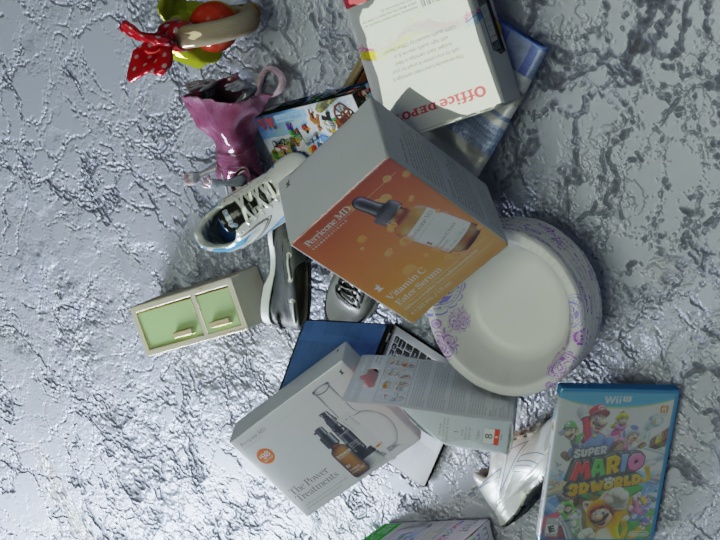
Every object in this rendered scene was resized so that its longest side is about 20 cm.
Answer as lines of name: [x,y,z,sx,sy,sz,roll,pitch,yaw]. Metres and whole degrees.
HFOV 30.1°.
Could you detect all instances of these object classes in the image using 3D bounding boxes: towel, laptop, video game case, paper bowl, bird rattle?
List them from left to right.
bird rattle: [-0.209,-0.306,1.667,0.162,0.200,0.114,-9,101,11]
laptop: [0.009,0.173,1.711,0.199,0.116,0.188,33,121,21]
towel: [0.109,-0.205,1.532,0.147,0.024,0.201,36,114,16]
paper bowl: [0.186,0.037,1.558,0.199,0.104,0.202,11,110,31]
video game case: [0.286,0.225,1.552,0.142,0.018,0.201,2,111,-8]

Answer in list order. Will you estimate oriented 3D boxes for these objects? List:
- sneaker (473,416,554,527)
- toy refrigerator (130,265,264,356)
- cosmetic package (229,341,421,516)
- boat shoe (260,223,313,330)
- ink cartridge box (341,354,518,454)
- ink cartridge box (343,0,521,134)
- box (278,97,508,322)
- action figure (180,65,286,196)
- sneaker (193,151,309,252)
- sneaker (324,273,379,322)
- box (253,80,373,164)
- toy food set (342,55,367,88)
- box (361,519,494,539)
sneaker: [0.202,0.226,1.630,0.087,0.074,0.200,46,124,19]
toy refrigerator: [-0.224,0.059,1.858,0.199,0.070,0.076,-15,96,35]
cosmetic package: [-0.044,0.204,1.700,0.200,0.052,0.151,-38,106,22]
boat shoe: [-0.085,-0.020,1.743,0.060,0.076,0.201,13,114,20]
ink cartridge box: [0.086,0.157,1.588,0.198,0.162,0.051,4,107,8]
ink cartridge box: [0.076,-0.260,1.476,0.147,0.086,0.201,-15,96,25]
box: [0.035,-0.062,1.461,0.152,0.200,0.107,-41,39,23]
action figure: [-0.161,-0.160,1.750,0.134,0.148,0.201,39,149,56]
sneaker: [-0.129,-0.079,1.662,0.200,0.072,0.072,-35,86,35]
sneaker: [0.000,0.000,1.686,0.074,0.079,0.201,39,124,15]
box: [-0.032,-0.145,1.614,0.199,0.038,0.137,-5,116,51]
toy food set: [0.030,-0.200,1.613,0.143,0.060,0.200,43,124,15]
box: [0.102,0.436,1.747,0.176,0.096,0.201,-9,99,37]
